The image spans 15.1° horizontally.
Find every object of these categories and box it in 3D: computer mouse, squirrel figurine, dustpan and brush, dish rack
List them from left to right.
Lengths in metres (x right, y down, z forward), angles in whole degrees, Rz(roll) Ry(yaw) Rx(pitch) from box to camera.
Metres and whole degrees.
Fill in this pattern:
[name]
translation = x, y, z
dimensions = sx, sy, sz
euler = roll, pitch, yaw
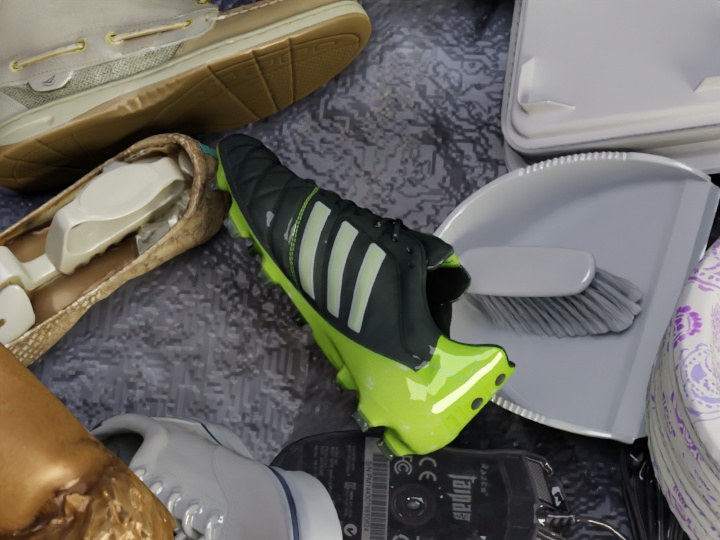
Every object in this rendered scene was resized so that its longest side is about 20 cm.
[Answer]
[squirrel figurine]
translation = -0.180, 0.130, 1.116
dimensions = 0.200, 0.142, 0.187
euler = 41, 82, 22
[dustpan and brush]
translation = 0.056, 0.003, 1.274
dimensions = 0.200, 0.057, 0.140
euler = 2, 66, 40
[computer mouse]
translation = 0.054, 0.143, 1.228
dimensions = 0.199, 0.046, 0.141
euler = 0, 63, -6
[dish rack]
translation = 0.143, -0.141, 1.302
dimensions = 0.171, 0.044, 0.200
euler = -7, 62, 33

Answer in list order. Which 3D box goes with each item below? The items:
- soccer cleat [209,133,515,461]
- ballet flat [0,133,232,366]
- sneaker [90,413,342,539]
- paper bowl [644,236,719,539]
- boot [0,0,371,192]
[soccer cleat]
translation = 0.000, 0.000, 1.253
dimensions = 0.081, 0.068, 0.200
euler = -37, 57, 1
[ballet flat]
translation = -0.151, -0.006, 1.299
dimensions = 0.200, 0.065, 0.071
euler = -37, 69, -9
[sneaker]
translation = -0.069, 0.112, 1.182
dimensions = 0.071, 0.200, 0.073
euler = 4, 98, -24
[paper bowl]
translation = 0.223, 0.072, 1.188
dimensions = 0.200, 0.104, 0.201
euler = 6, 53, -8
[boot]
translation = -0.108, -0.140, 1.349
dimensions = 0.200, 0.072, 0.155
euler = -20, 65, 0
